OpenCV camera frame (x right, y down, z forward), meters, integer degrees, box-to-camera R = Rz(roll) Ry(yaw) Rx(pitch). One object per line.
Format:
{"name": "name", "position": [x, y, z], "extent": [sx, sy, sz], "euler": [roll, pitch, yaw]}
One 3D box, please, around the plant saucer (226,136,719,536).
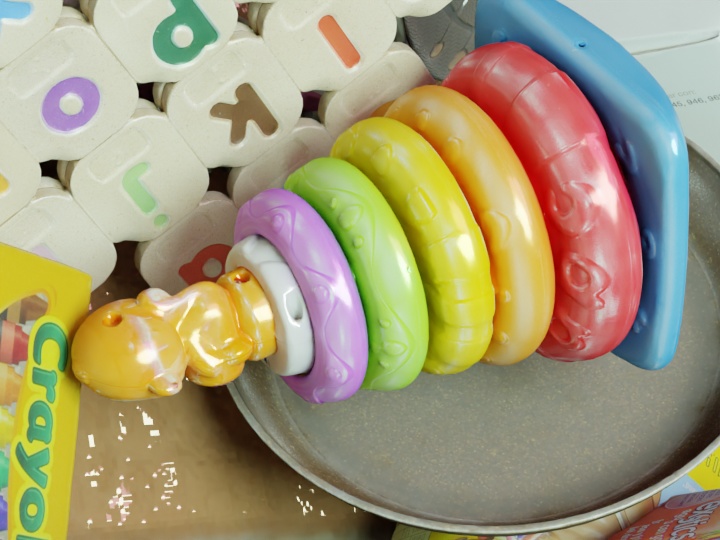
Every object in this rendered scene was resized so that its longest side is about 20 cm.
{"name": "plant saucer", "position": [0.047, 0.016, 0.881], "extent": [0.198, 0.032, 0.201], "euler": [-2, 49, 2]}

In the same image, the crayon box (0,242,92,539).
{"name": "crayon box", "position": [-0.142, 0.048, 0.721], "extent": [0.200, 0.050, 0.128], "euler": [20, 70, -56]}

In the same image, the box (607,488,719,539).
{"name": "box", "position": [0.148, 0.175, 0.818], "extent": [0.094, 0.102, 0.202], "euler": [-23, 98, -51]}

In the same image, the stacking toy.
{"name": "stacking toy", "position": [0.000, 0.000, 0.790], "extent": [0.199, 0.116, 0.110], "euler": [-22, 134, -23]}

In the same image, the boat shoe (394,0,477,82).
{"name": "boat shoe", "position": [-0.003, -0.153, 0.898], "extent": [0.076, 0.072, 0.201], "euler": [-40, 137, -21]}

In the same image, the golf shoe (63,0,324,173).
{"name": "golf shoe", "position": [-0.086, -0.088, 0.850], "extent": [0.199, 0.075, 0.092], "euler": [10, 65, -39]}

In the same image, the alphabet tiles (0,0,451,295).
{"name": "alphabet tiles", "position": [-0.053, -0.070, 0.798], "extent": [0.015, 0.200, 0.196], "euler": [51, 1, 42]}

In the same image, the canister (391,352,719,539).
{"name": "canister", "position": [0.066, 0.137, 0.888], "extent": [0.148, 0.086, 0.201], "euler": [39, 53, -23]}

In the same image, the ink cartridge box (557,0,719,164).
{"name": "ink cartridge box", "position": [0.162, -0.085, 1.005], "extent": [0.200, 0.084, 0.146], "euler": [47, 49, -42]}
